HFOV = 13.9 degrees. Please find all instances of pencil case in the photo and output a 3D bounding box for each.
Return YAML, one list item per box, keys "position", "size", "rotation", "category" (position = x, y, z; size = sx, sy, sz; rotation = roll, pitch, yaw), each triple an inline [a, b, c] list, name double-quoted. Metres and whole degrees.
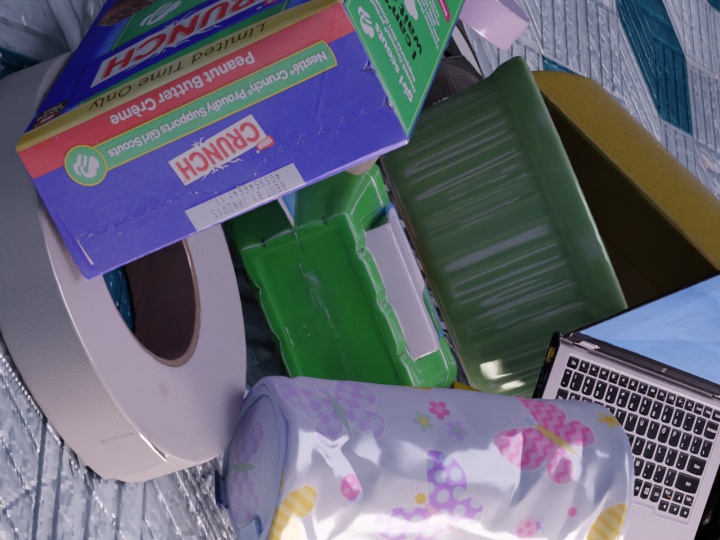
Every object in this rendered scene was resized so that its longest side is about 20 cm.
- position: [0.033, 0.101, 1.431]
  size: [0.199, 0.083, 0.091]
  rotation: [4, 60, -23]
  category: "pencil case"

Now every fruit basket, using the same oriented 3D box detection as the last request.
- position: [0.000, 0.000, 1.590]
  size: [0.200, 0.093, 0.186]
  rotation: [-52, 122, -70]
  category: "fruit basket"

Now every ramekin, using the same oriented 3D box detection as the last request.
- position: [0.084, -0.012, 1.692]
  size: [0.200, 0.097, 0.201]
  rotation: [-22, 90, -88]
  category: "ramekin"

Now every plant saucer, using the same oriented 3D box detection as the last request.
- position: [0.166, -0.033, 1.864]
  size: [0.200, 0.048, 0.200]
  rotation: [45, -20, 8]
  category: "plant saucer"

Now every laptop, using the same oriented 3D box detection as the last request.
- position: [0.189, 0.093, 1.602]
  size: [0.187, 0.116, 0.201]
  rotation: [20, 88, -49]
  category: "laptop"

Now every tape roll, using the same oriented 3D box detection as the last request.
- position: [-0.114, -0.001, 1.367]
  size: [0.203, 0.037, 0.204]
  rotation: [53, 28, -44]
  category: "tape roll"

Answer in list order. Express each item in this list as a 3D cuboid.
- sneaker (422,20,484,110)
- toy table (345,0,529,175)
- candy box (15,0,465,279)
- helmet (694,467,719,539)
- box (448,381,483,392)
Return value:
- position: [0.050, -0.115, 1.819]
  size: [0.090, 0.066, 0.201]
  rotation: [-159, -131, -78]
  category: "sneaker"
- position: [-0.019, -0.148, 1.515]
  size: [0.184, 0.117, 0.200]
  rotation: [31, 15, -48]
  category: "toy table"
- position: [-0.047, -0.098, 1.326]
  size: [0.077, 0.168, 0.200]
  rotation: [60, 23, -21]
  category: "candy box"
- position: [0.178, 0.126, 1.807]
  size: [0.201, 0.199, 0.191]
  rotation: [67, -9, -13]
  category: "helmet"
- position: [0.038, 0.163, 1.526]
  size: [0.200, 0.048, 0.118]
  rotation: [-73, -176, -55]
  category: "box"
